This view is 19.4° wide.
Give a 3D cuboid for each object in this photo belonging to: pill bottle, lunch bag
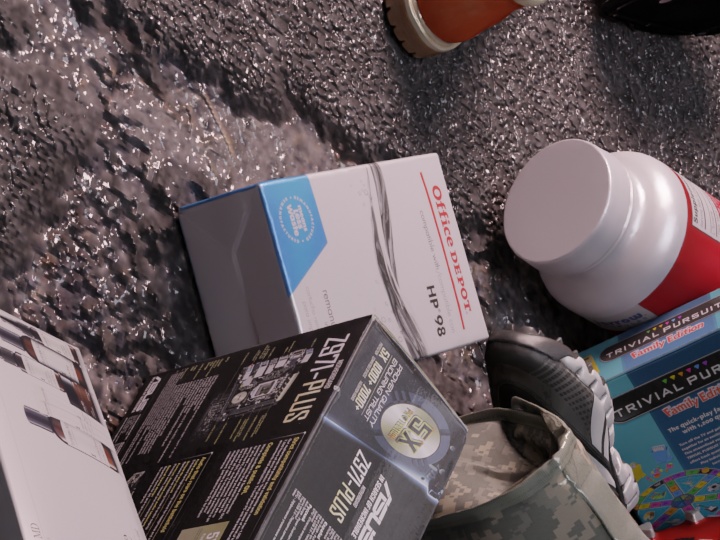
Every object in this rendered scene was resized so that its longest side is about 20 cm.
[{"bbox_3d":[0.188,-0.009,1.377,0.200,0.112,0.112,27,58,-41],"label":"pill bottle"},{"bbox_3d":[0.080,0.163,1.124,0.164,0.200,0.118,56,43,-19],"label":"lunch bag"}]

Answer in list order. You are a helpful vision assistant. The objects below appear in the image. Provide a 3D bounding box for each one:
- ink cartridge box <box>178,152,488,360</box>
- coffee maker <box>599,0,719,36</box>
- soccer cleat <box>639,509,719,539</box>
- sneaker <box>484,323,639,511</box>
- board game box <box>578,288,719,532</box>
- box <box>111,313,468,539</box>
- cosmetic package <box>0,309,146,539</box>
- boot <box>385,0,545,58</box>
[{"bbox_3d":[0.000,0.000,1.190,0.200,0.067,0.116,-14,87,-50],"label":"ink cartridge box"},{"bbox_3d":[0.238,-0.280,1.537,0.192,0.135,0.200,23,59,-70],"label":"coffee maker"},{"bbox_3d":[0.176,0.221,1.304,0.200,0.069,0.085,-32,116,-32],"label":"soccer cleat"},{"bbox_3d":[0.114,0.117,1.260,0.091,0.066,0.200,-62,144,-30],"label":"sneaker"},{"bbox_3d":[0.240,0.113,1.354,0.200,0.151,0.047,57,16,-25],"label":"board game box"},{"bbox_3d":[-0.064,0.131,0.996,0.086,0.164,0.200,51,44,-24],"label":"box"},{"bbox_3d":[-0.144,0.094,0.920,0.083,0.051,0.200,29,21,-38],"label":"cosmetic package"},{"bbox_3d":[0.104,-0.213,1.355,0.075,0.107,0.200,53,42,-20],"label":"boot"}]
